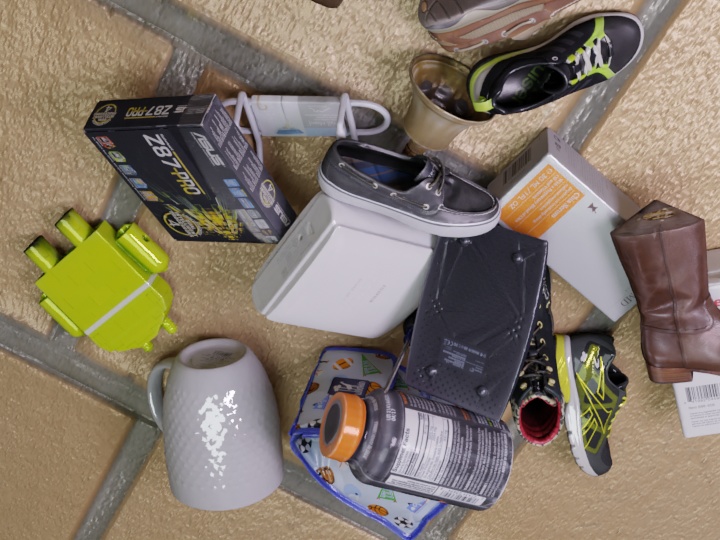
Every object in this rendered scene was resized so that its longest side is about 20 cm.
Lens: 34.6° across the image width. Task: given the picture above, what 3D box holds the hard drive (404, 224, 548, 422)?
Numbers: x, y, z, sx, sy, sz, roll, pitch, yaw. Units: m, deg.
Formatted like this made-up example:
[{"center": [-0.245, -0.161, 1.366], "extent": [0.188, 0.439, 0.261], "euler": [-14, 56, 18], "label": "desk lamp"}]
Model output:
[{"center": [0.129, 0.048, 1.253], "extent": [0.134, 0.042, 0.202], "euler": [19, 101, 29], "label": "hard drive"}]

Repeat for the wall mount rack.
[{"center": [-0.065, -0.129, 1.279], "extent": [0.198, 0.075, 0.174], "euler": [2, 152, 9], "label": "wall mount rack"}]

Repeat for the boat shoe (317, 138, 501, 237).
[{"center": [0.056, -0.093, 1.197], "extent": [0.199, 0.070, 0.066], "euler": [18, 145, -3], "label": "boat shoe"}]

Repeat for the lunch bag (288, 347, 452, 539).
[{"center": [0.019, 0.193, 1.390], "extent": [0.199, 0.170, 0.124], "euler": [31, 125, -7], "label": "lunch bag"}]

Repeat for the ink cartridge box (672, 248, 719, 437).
[{"center": [0.419, 0.078, 1.310], "extent": [0.143, 0.084, 0.201], "euler": [-11, 118, 16], "label": "ink cartridge box"}]

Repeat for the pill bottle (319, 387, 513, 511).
[{"center": [0.057, 0.189, 1.254], "extent": [0.199, 0.107, 0.107], "euler": [17, 122, -19], "label": "pill bottle"}]

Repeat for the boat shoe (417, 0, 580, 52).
[{"center": [0.159, -0.273, 1.162], "extent": [0.199, 0.076, 0.072], "euler": [-12, 144, 18], "label": "boat shoe"}]

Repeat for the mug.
[{"center": [-0.194, 0.177, 1.445], "extent": [0.199, 0.147, 0.177], "euler": [14, 118, 36], "label": "mug"}]

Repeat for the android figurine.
[{"center": [-0.312, 0.020, 1.418], "extent": [0.182, 0.041, 0.200], "euler": [-37, 108, 25], "label": "android figurine"}]

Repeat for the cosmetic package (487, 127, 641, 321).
[{"center": [0.243, -0.049, 1.272], "extent": [0.200, 0.071, 0.101], "euler": [38, 118, -14], "label": "cosmetic package"}]

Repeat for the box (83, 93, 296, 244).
[{"center": [-0.181, -0.106, 1.256], "extent": [0.160, 0.049, 0.200], "euler": [1, 145, 28], "label": "box"}]

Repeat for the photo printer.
[{"center": [0.000, 0.000, 1.298], "extent": [0.199, 0.070, 0.167], "euler": [13, 130, -39], "label": "photo printer"}]

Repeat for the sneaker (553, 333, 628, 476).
[{"center": [0.285, 0.163, 1.386], "extent": [0.084, 0.075, 0.201], "euler": [-12, 117, 15], "label": "sneaker"}]

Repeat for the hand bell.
[{"center": [0.055, -0.124, 1.256], "extent": [0.104, 0.104, 0.200], "euler": [27, 129, -7], "label": "hand bell"}]

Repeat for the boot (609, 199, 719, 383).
[{"center": [0.369, 0.016, 1.205], "extent": [0.185, 0.064, 0.201], "euler": [-12, 111, 14], "label": "boot"}]

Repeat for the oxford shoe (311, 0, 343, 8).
[{"center": [0.013, -0.344, 1.148], "extent": [0.084, 0.073, 0.200], "euler": [29, 124, -28], "label": "oxford shoe"}]

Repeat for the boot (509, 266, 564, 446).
[{"center": [0.193, 0.079, 1.302], "extent": [0.073, 0.154, 0.205], "euler": [-5, 122, -1], "label": "boot"}]

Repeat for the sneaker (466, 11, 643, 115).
[{"center": [0.203, -0.197, 1.160], "extent": [0.199, 0.083, 0.072], "euler": [-23, 117, -4], "label": "sneaker"}]

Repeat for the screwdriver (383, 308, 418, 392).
[{"center": [0.049, 0.091, 1.309], "extent": [0.028, 0.200, 0.029], "euler": [21, 123, 5], "label": "screwdriver"}]
